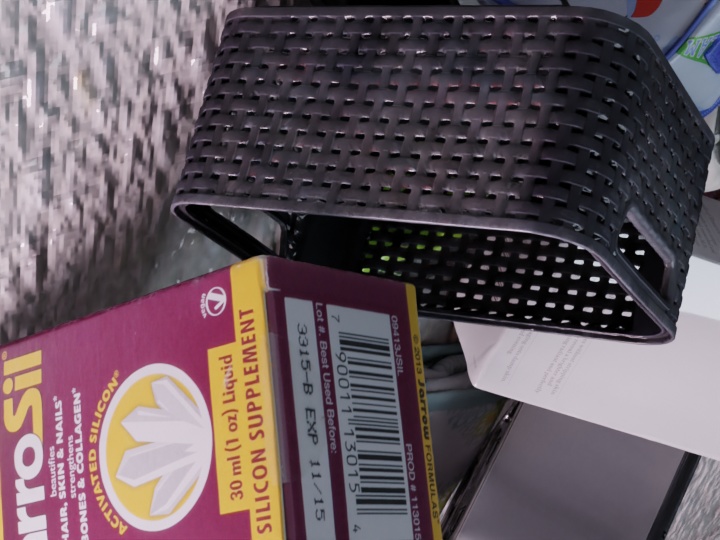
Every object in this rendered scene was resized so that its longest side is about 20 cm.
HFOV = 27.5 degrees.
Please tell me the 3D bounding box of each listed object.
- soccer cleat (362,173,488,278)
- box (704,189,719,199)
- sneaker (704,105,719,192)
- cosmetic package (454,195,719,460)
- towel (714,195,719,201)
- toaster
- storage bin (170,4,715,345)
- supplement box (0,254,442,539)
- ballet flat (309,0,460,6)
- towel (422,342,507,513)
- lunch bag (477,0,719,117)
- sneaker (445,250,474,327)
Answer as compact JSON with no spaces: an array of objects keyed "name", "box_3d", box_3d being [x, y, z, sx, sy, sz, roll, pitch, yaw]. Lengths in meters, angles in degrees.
[{"name":"soccer cleat","box_3d":[0.000,0.000,0.779,0.200,0.068,0.081,-43,170,-10]},{"name":"box","box_3d":[0.227,-0.087,0.877,0.199,0.103,0.095,6,121,-49]},{"name":"sneaker","box_3d":[0.152,-0.137,0.728,0.081,0.083,0.202,36,59,-57]},{"name":"cosmetic package","box_3d":[0.161,0.023,0.760,0.198,0.081,0.114,18,119,-18]},{"name":"towel","box_3d":[0.198,0.013,0.875,0.143,0.023,0.200,-33,153,11]},{"name":"toaster","box_3d":[0.115,0.165,0.908,0.201,0.118,0.181,-60,175,-24]},{"name":"storage bin","box_3d":[0.036,-0.041,0.631,0.135,0.198,0.095,36,66,-55]},{"name":"supplement box","box_3d":[-0.074,0.082,0.639,0.199,0.133,0.103,-18,162,37]},{"name":"ballet flat","box_3d":[0.013,-0.121,0.663,0.066,0.057,0.200,-41,145,-3]},{"name":"towel","box_3d":[-0.004,0.125,0.909,0.199,0.048,0.172,-1,130,-45]},{"name":"lunch bag","box_3d":[0.142,-0.165,0.655,0.201,0.160,0.075,-54,145,6]},{"name":"sneaker","box_3d":[0.142,-0.025,0.881,0.199,0.071,0.099,-22,142,-27]}]
